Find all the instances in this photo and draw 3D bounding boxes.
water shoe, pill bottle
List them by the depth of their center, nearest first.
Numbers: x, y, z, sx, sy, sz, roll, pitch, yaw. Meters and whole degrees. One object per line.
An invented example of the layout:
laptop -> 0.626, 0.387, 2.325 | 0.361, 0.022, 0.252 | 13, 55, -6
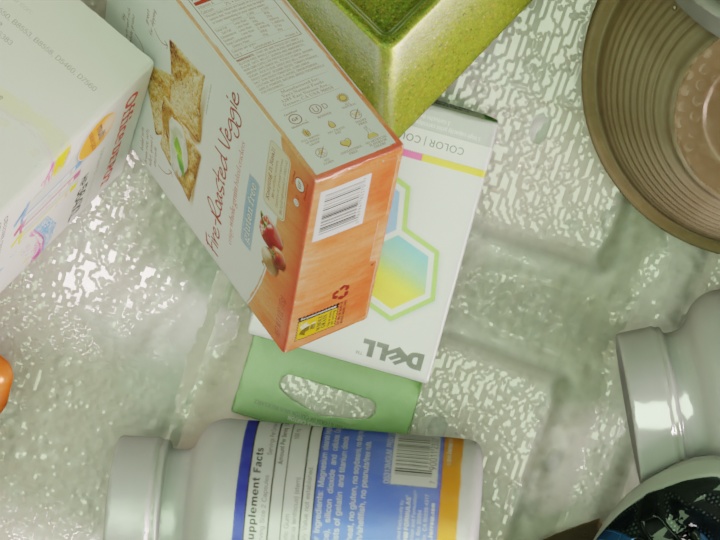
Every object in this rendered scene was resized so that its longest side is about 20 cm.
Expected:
water shoe -> 0.137, 0.179, 1.413 | 0.071, 0.079, 0.200 | 41, 116, -14
pill bottle -> 0.241, 0.058, 1.442 | 0.199, 0.113, 0.114 | -10, 96, 3
pill bottle -> -0.036, 0.139, 1.461 | 0.198, 0.112, 0.113 | 4, 96, 2

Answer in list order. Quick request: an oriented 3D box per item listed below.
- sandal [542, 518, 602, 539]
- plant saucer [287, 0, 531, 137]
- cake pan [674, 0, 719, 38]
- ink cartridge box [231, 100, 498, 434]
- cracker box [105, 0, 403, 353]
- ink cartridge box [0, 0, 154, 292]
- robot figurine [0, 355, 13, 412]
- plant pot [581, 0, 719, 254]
sandal -> 0.192, 0.166, 1.491 | 0.210, 0.078, 0.070 | -16, 127, 10
plant saucer -> 0.011, -0.206, 1.423 | 0.200, 0.048, 0.200 | 44, 83, 4
cake pan -> 0.227, -0.186, 1.369 | 0.199, 0.037, 0.201 | 3, 61, -5
ink cartridge box -> 0.000, 0.000, 1.471 | 0.103, 0.059, 0.201 | 16, 96, 0
cracker box -> -0.062, -0.076, 1.385 | 0.057, 0.134, 0.200 | -21, 56, -25
ink cartridge box -> -0.206, -0.071, 1.395 | 0.125, 0.129, 0.200 | 40, 62, 6
robot figurine -> -0.287, 0.038, 1.459 | 0.199, 0.117, 0.144 | 26, 107, -2
plant pot -> 0.213, -0.092, 1.416 | 0.199, 0.093, 0.202 | 2, 111, 6
